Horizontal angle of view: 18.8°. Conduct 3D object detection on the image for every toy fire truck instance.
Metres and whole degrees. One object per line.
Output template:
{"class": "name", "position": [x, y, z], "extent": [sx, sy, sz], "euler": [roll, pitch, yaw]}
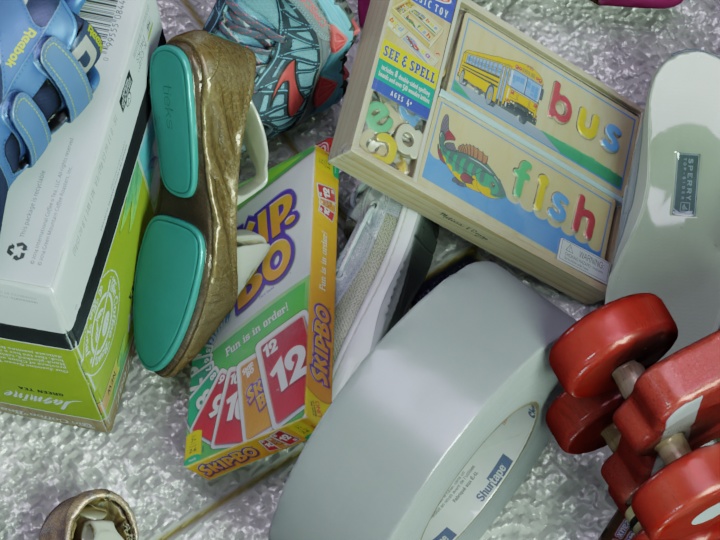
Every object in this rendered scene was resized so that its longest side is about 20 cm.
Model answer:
{"class": "toy fire truck", "position": [0.194, 0.070, 1.124], "extent": [0.167, 0.200, 0.112], "euler": [-25, 67, -8]}

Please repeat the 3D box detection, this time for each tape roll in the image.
{"class": "tape roll", "position": [0.038, 0.095, 1.162], "extent": [0.066, 0.200, 0.200], "euler": [35, 70, 17]}

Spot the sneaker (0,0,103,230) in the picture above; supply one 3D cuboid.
{"class": "sneaker", "position": [-0.177, -0.097, 1.114], "extent": [0.082, 0.074, 0.201], "euler": [4, 66, 2]}

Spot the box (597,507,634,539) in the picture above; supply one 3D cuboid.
{"class": "box", "position": [0.230, 0.131, 1.226], "extent": [0.137, 0.039, 0.200], "euler": [30, 69, 15]}

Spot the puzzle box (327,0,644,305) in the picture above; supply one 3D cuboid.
{"class": "puzzle box", "position": [0.080, -0.080, 1.279], "extent": [0.200, 0.025, 0.134], "euler": [27, 62, -27]}

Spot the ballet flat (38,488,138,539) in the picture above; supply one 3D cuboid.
{"class": "ballet flat", "position": [-0.140, 0.210, 1.178], "extent": [0.068, 0.067, 0.201], "euler": [5, 60, -33]}

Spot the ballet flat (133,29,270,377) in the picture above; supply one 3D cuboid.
{"class": "ballet flat", "position": [-0.085, -0.038, 1.232], "extent": [0.072, 0.201, 0.068], "euler": [-9, 19, -39]}

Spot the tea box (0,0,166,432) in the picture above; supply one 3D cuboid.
{"class": "tea box", "position": [-0.191, -0.044, 1.238], "extent": [0.133, 0.197, 0.201], "euler": [11, 66, 8]}

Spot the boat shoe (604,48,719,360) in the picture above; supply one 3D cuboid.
{"class": "boat shoe", "position": [0.188, -0.028, 1.283], "extent": [0.070, 0.072, 0.202], "euler": [9, 91, 8]}

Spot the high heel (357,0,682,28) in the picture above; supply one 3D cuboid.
{"class": "high heel", "position": [0.100, -0.172, 1.378], "extent": [0.199, 0.067, 0.097], "euler": [17, 87, 10]}

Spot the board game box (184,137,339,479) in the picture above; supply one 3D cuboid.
{"class": "board game box", "position": [-0.055, 0.016, 1.261], "extent": [0.095, 0.030, 0.201], "euler": [-25, 47, 35]}

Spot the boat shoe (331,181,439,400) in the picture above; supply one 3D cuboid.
{"class": "boat shoe", "position": [0.000, 0.001, 1.281], "extent": [0.065, 0.074, 0.203], "euler": [17, 75, 12]}

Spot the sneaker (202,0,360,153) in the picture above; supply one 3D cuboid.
{"class": "sneaker", "position": [-0.057, -0.124, 1.272], "extent": [0.095, 0.200, 0.079], "euler": [-39, 71, -14]}
